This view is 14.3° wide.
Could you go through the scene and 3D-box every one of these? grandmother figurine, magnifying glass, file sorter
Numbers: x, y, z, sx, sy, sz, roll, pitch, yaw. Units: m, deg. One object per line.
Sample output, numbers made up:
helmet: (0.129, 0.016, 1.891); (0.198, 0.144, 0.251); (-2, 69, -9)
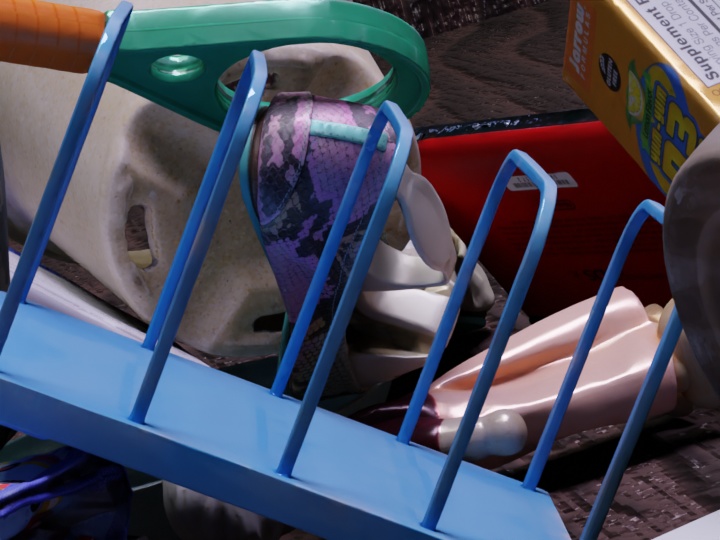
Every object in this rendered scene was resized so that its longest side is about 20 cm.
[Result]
grandmother figurine: (0.025, 0.058, 1.034); (0.199, 0.061, 0.121); (-16, -12, -14)
magnifying glass: (-0.070, -0.075, 0.975); (0.199, 0.022, 0.080); (6, -26, -24)
file sorter: (-0.010, 0.007, 0.896); (0.199, 0.123, 0.139); (20, 6, -5)

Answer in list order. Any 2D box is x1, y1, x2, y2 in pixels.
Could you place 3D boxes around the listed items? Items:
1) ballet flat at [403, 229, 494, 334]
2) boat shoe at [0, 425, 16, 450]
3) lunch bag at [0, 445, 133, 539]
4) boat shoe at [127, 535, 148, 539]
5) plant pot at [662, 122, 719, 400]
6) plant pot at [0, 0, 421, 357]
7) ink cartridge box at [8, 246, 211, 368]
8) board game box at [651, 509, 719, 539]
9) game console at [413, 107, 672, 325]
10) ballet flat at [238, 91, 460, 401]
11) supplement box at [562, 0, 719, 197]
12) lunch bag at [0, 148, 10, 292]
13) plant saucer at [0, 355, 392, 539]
ballet flat: (0.016, -0.001, 1.270); (0.069, 0.070, 0.200); (-15, -3, 9)
boat shoe: (-0.222, 0.079, 1.153); (0.200, 0.074, 0.076); (-33, 13, 24)
lunch bag: (-0.157, 0.112, 0.829); (0.150, 0.094, 0.200); (-17, 14, 20)
boat shoe: (-0.081, 0.110, 0.895); (0.074, 0.061, 0.200); (-19, 9, -25)
plant pot: (0.188, -0.017, 0.809); (0.173, 0.201, 0.200); (-29, 13, -21)
plant pot: (-0.066, -0.061, 1.194); (0.200, 0.201, 0.184); (-18, 28, -14)
ink cartridge box: (-0.124, 0.022, 1.140); (0.042, 0.119, 0.200); (-61, 14, 1)
board game box: (0.077, 0.106, 0.694); (0.199, 0.040, 0.153); (-20, 9, -23)
game console: (0.144, -0.035, 1.223); (0.119, 0.172, 0.200); (-51, 23, -23)
ballet flat: (0.000, 0.000, 1.043); (0.071, 0.069, 0.200); (9, -26, 8)
supplement box: (0.151, -0.041, 1.033); (0.069, 0.067, 0.200); (-20, 49, -19)
lunch bag: (-0.227, 0.001, 0.944); (0.167, 0.140, 0.200); (4, 12, 20)
plant saucer: (-0.076, 0.080, 1.158); (0.199, 0.036, 0.200); (-17, 9, 3)
